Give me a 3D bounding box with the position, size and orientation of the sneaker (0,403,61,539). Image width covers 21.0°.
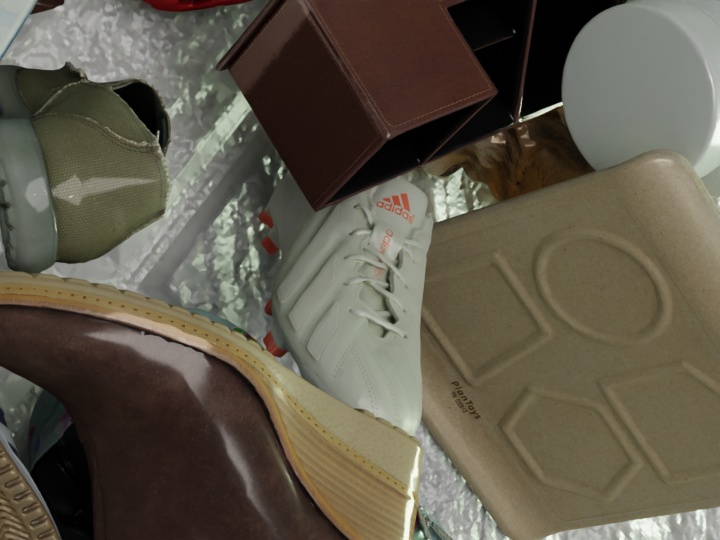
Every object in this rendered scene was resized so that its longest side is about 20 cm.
[{"bbox_3d":[-0.161,0.066,0.741,0.070,0.109,0.201,-20,110,-6],"label":"sneaker"}]

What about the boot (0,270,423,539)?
[{"bbox_3d":[-0.073,0.106,0.692,0.199,0.072,0.167,28,73,-25],"label":"boot"}]

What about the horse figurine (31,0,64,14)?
[{"bbox_3d":[-0.206,-0.156,0.761,0.200,0.132,0.050,49,54,-36],"label":"horse figurine"}]

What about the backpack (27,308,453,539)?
[{"bbox_3d":[-0.058,0.116,0.820,0.167,0.127,0.200,-39,109,7],"label":"backpack"}]

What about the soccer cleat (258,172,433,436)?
[{"bbox_3d":[0.000,0.000,0.838,0.077,0.200,0.069,-41,119,16],"label":"soccer cleat"}]

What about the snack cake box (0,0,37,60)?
[{"bbox_3d":[-0.221,-0.125,0.711,0.199,0.115,0.067,32,54,-12],"label":"snack cake box"}]

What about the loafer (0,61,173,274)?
[{"bbox_3d":[-0.108,-0.041,0.765,0.069,0.200,0.076,-8,107,-8],"label":"loafer"}]

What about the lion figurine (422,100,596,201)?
[{"bbox_3d":[0.117,-0.025,0.926,0.073,0.199,0.123,-47,146,-18],"label":"lion figurine"}]

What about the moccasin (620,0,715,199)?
[{"bbox_3d":[0.146,-0.127,0.995,0.078,0.073,0.202,-32,103,-43],"label":"moccasin"}]

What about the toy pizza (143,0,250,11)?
[{"bbox_3d":[-0.040,-0.147,0.805,0.199,0.200,0.032,-4,77,-31],"label":"toy pizza"}]

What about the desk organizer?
[{"bbox_3d":[0.044,-0.102,0.853,0.199,0.072,0.077,-25,79,-39],"label":"desk organizer"}]

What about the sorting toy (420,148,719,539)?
[{"bbox_3d":[0.108,0.039,0.906,0.186,0.199,0.037,54,42,-19],"label":"sorting toy"}]

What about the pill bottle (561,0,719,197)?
[{"bbox_3d":[0.186,-0.096,0.910,0.199,0.111,0.112,-18,99,-44],"label":"pill bottle"}]
